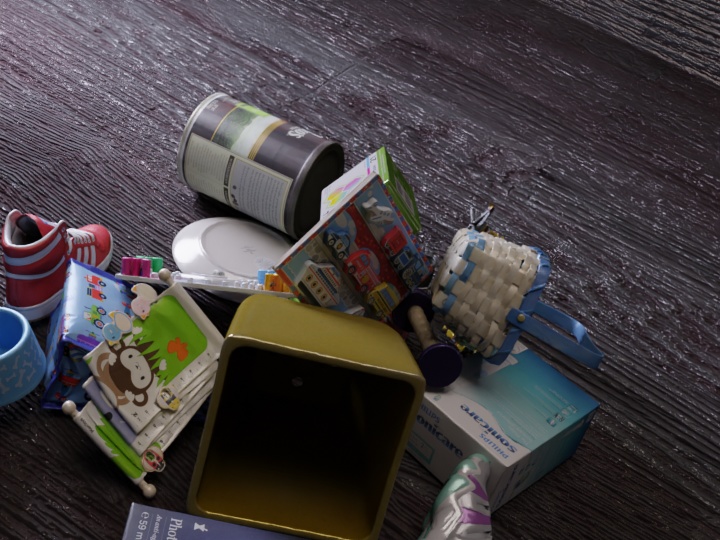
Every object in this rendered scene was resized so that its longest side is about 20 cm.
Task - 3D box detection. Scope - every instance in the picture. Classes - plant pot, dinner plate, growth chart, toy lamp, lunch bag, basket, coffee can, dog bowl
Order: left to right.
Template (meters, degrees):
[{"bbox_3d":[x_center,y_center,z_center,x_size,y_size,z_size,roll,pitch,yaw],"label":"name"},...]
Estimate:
[{"bbox_3d":[-0.415,0.088,0.945,0.196,0.050,0.112,-7,37,-15],"label":"dog bowl"},{"bbox_3d":[-0.238,0.086,1.054,0.197,0.095,0.151,16,28,-23],"label":"lunch bag"},{"bbox_3d":[-0.212,0.106,0.974,0.145,0.018,0.201,45,52,-17],"label":"growth chart"},{"bbox_3d":[-0.157,-0.022,1.306,0.196,0.025,0.202,14,34,-9],"label":"dinner plate"},{"bbox_3d":[-0.142,-0.149,1.374,0.197,0.148,0.146,25,32,17],"label":"coffee can"},{"bbox_3d":[-0.058,0.127,0.986,0.191,0.199,0.201,13,21,-9],"label":"plant pot"},{"bbox_3d":[0.073,0.071,1.136,0.057,0.059,0.200,11,19,-11],"label":"toy lamp"},{"bbox_3d":[0.181,0.041,1.112,0.197,0.141,0.176,24,9,1],"label":"basket"}]

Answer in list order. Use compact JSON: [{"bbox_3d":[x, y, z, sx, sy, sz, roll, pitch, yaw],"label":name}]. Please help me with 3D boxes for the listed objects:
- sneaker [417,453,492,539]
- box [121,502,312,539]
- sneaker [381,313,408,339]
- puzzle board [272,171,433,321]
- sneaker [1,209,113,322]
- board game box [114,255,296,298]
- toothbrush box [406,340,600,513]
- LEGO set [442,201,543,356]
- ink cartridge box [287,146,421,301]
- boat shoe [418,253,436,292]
[{"bbox_3d":[0.120,0.286,0.938,0.138,0.078,0.201,30,51,10],"label":"sneaker"},{"bbox_3d":[-0.110,0.309,0.743,0.195,0.125,0.201,14,33,-10],"label":"box"},{"bbox_3d":[0.001,0.066,1.194,0.198,0.088,0.074,-16,46,-42],"label":"sneaker"},{"bbox_3d":[0.000,0.000,1.081,0.151,0.201,0.017,-43,51,-7],"label":"puzzle board"},{"bbox_3d":[-0.354,-0.036,1.132,0.070,0.114,0.201,9,30,11],"label":"sneaker"},{"bbox_3d":[-0.178,0.006,1.131,0.196,0.026,0.200,7,1,-8],"label":"board game box"},{"bbox_3d":[0.159,0.175,1.114,0.146,0.086,0.198,37,36,28],"label":"toothbrush box"},{"bbox_3d":[0.148,0.019,1.279,0.115,0.154,0.202,25,36,-21],"label":"LEGO set"},{"bbox_3d":[-0.029,-0.049,1.190,0.076,0.198,0.148,53,12,-19],"label":"ink cartridge box"},{"bbox_3d":[0.014,-0.005,1.317,0.196,0.069,0.074,9,36,-20],"label":"boat shoe"}]
